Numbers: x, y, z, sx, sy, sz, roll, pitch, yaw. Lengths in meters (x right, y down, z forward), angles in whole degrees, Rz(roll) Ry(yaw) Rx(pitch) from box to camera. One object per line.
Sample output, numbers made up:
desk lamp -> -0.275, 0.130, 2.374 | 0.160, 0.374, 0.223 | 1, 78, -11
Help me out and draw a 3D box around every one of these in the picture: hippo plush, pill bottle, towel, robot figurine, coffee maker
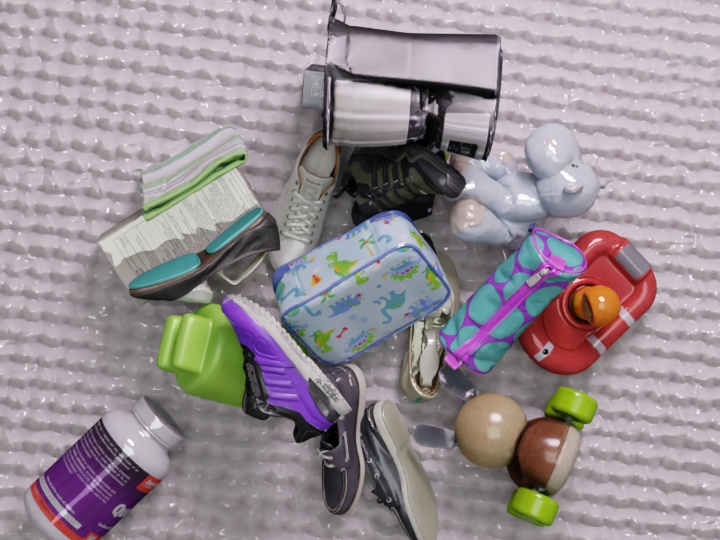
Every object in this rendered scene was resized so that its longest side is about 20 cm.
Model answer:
hippo plush -> 0.207, -0.094, 1.445 | 0.161, 0.159, 0.200 | -25, 85, 40
pill bottle -> -0.321, 0.256, 1.476 | 0.200, 0.112, 0.112 | -44, 89, -1
towel -> -0.212, -0.127, 1.446 | 0.149, 0.200, 0.031 | -33, 107, -1
robot figurine -> -0.151, 0.111, 1.455 | 0.200, 0.175, 0.116 | 19, 73, -32
coffee maker -> 0.059, -0.226, 1.321 | 0.199, 0.135, 0.193 | 3, 101, -1

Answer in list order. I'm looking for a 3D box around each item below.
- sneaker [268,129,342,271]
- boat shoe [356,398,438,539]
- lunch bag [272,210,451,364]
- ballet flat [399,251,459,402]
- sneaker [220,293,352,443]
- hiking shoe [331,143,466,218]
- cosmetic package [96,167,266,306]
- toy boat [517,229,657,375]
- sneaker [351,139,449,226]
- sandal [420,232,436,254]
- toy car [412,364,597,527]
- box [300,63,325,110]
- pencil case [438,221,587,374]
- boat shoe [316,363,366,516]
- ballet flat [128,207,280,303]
sneaker -> -0.075, -0.090, 1.504 | 0.073, 0.085, 0.201 | 16, 90, -2
boat shoe -> 0.040, 0.268, 1.507 | 0.066, 0.074, 0.200 | -19, 97, 28
lunch bag -> 0.002, 0.025, 1.443 | 0.200, 0.161, 0.083 | -31, 48, 11
ballet flat -> 0.093, 0.073, 1.511 | 0.069, 0.069, 0.201 | 7, 88, -1
sneaker -> -0.108, 0.121, 1.352 | 0.099, 0.070, 0.200 | -42, 98, -2
hiking shoe -> 0.048, -0.101, 1.426 | 0.076, 0.200, 0.101 | 31, 84, -37
cosmetic package -> -0.224, -0.054, 1.492 | 0.200, 0.087, 0.104 | -31, 103, -2
toy boat -> 0.291, 0.044, 1.479 | 0.200, 0.131, 0.131 | -44, 94, -2
sneaker -> 0.070, -0.112, 1.527 | 0.200, 0.072, 0.083 | -48, 118, -3
sandal -> 0.001, 0.000, 1.517 | 0.200, 0.075, 0.048 | -23, 50, 1
toy car -> 0.173, 0.208, 1.472 | 0.200, 0.158, 0.165 | 22, 79, 8
box -> 0.029, -0.224, 1.470 | 0.199, 0.158, 0.048 | 5, 103, -1
pencil case -> 0.183, 0.037, 1.425 | 0.085, 0.092, 0.200 | 40, 118, 3
boat shoe -> -0.037, 0.219, 1.484 | 0.063, 0.073, 0.201 | -5, 103, -40
ballet flat -> -0.184, -0.001, 1.430 | 0.200, 0.068, 0.069 | -30, 111, -2
